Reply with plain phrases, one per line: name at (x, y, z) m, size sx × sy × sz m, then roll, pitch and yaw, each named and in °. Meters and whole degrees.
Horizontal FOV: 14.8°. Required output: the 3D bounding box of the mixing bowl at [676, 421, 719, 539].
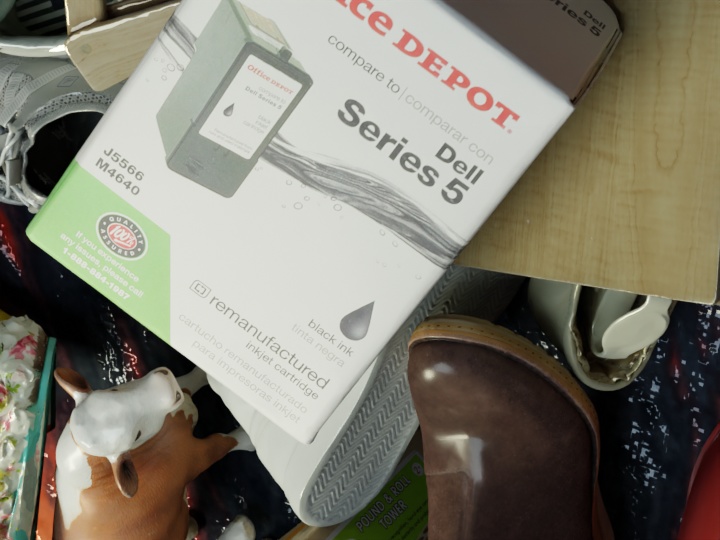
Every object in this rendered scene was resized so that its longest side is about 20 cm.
mixing bowl at (0.207, 0.153, 1.159) m, size 0.200 × 0.108 × 0.201 m, roll 16°, pitch 125°, yaw 24°

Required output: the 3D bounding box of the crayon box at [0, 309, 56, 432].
crayon box at (-0.277, 0.059, 1.343) m, size 0.172 × 0.200 × 0.058 m, roll 29°, pitch 130°, yaw 31°

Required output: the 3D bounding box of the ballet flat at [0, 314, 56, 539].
ballet flat at (-0.179, 0.108, 1.304) m, size 0.064 × 0.076 × 0.201 m, roll 4°, pitch 116°, yaw -4°

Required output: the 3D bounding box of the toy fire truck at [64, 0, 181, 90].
toy fire truck at (-0.071, -0.101, 1.161) m, size 0.140 × 0.049 × 0.201 m, roll 12°, pitch 123°, yaw -5°

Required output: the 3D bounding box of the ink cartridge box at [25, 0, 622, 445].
ink cartridge box at (-0.016, -0.055, 1.088) m, size 0.145 × 0.084 × 0.200 m, roll 37°, pitch 122°, yaw -1°

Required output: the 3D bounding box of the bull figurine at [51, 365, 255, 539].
bull figurine at (-0.103, 0.103, 1.319) m, size 0.065 × 0.121 × 0.200 m, roll 42°, pitch 135°, yaw 27°

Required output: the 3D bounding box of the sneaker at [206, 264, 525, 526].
sneaker at (0.000, 0.000, 1.226) m, size 0.200 × 0.074 × 0.116 m, roll -56°, pitch 50°, yaw 17°

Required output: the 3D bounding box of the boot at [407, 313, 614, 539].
boot at (0.054, 0.134, 1.174) m, size 0.072 × 0.167 × 0.200 m, roll 0°, pitch 141°, yaw 29°

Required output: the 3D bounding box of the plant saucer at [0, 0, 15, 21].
plant saucer at (-0.154, -0.190, 1.165) m, size 0.027 × 0.200 × 0.201 m, roll 5°, pitch 128°, yaw -14°

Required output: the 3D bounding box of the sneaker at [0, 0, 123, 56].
sneaker at (-0.088, -0.133, 1.207) m, size 0.200 × 0.071 × 0.073 m, roll -22°, pitch 103°, yaw 38°

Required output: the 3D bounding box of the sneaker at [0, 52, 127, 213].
sneaker at (-0.152, -0.064, 1.284) m, size 0.199 × 0.082 × 0.075 m, roll -8°, pitch 112°, yaw 37°

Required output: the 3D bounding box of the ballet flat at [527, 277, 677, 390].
ballet flat at (0.125, -0.023, 1.128) m, size 0.069 × 0.069 × 0.200 m, roll 35°, pitch 137°, yaw 11°

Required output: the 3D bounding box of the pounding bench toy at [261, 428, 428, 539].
pounding bench toy at (-0.027, 0.200, 1.280) m, size 0.124 × 0.200 × 0.156 m, roll 49°, pitch 131°, yaw -2°

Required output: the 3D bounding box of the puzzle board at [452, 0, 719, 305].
puzzle board at (0.090, -0.095, 1.092) m, size 0.150 × 0.017 × 0.201 m, roll 10°, pitch 99°, yaw 43°
